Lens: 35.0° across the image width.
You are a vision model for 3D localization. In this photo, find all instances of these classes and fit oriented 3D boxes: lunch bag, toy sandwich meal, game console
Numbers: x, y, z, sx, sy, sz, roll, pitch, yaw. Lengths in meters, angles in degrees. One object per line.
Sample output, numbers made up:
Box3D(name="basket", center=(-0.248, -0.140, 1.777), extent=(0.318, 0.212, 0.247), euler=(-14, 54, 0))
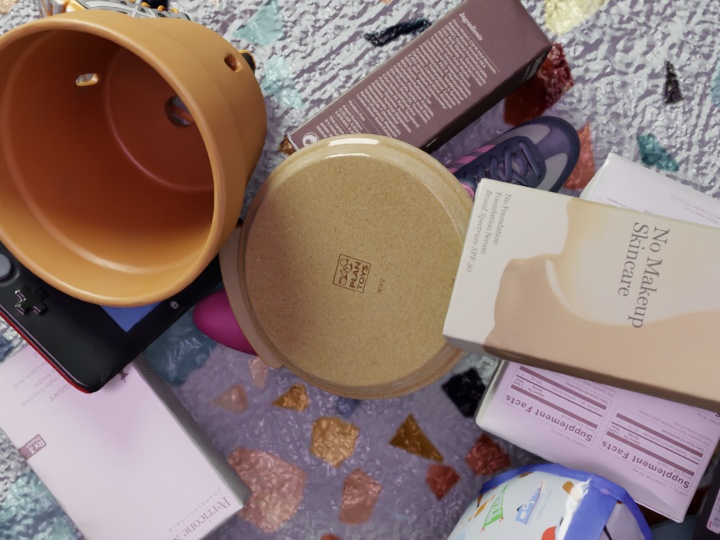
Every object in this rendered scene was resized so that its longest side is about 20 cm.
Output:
Box3D(name="lunch bag", center=(0.108, 0.226, 0.758), extent=(0.124, 0.200, 0.170), euler=(29, 70, 5))
Box3D(name="toy sandwich meal", center=(0.000, 0.000, 0.807), extent=(0.205, 0.070, 0.205), euler=(3, 99, 18))
Box3D(name="game console", center=(-0.199, -0.027, 0.866), extent=(0.177, 0.031, 0.200), euler=(42, 54, 4))

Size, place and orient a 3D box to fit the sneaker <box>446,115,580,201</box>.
Box3D(name="sneaker", center=(0.090, -0.056, 0.886), extent=(0.200, 0.082, 0.070), euler=(-35, 86, -1))

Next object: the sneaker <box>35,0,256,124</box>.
Box3D(name="sneaker", center=(-0.173, -0.180, 0.909), extent=(0.200, 0.078, 0.077), euler=(34, 65, 4))

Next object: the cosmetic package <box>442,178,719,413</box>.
Box3D(name="cosmetic package", center=(0.160, 0.019, 0.689), extent=(0.200, 0.071, 0.105), euler=(12, 83, 13))

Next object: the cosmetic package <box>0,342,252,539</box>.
Box3D(name="cosmetic package", center=(-0.188, 0.134, 0.881), extent=(0.113, 0.081, 0.200), euler=(-40, 86, -4))

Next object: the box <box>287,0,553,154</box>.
Box3D(name="box", center=(0.045, -0.129, 0.883), extent=(0.200, 0.100, 0.075), euler=(-39, 87, 0))

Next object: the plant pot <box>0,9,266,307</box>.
Box3D(name="plant pot", center=(-0.156, -0.093, 0.802), extent=(0.200, 0.140, 0.200), euler=(9, 117, 18))

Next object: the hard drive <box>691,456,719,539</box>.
Box3D(name="hard drive", center=(0.301, 0.099, 0.803), extent=(0.038, 0.200, 0.140), euler=(24, 122, 27))

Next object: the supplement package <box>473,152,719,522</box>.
Box3D(name="supplement package", center=(0.189, 0.050, 0.821), extent=(0.147, 0.191, 0.200), euler=(26, 88, 7))

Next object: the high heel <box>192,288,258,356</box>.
Box3D(name="high heel", center=(-0.034, 0.041, 0.875), extent=(0.200, 0.096, 0.067), euler=(10, 87, 1))

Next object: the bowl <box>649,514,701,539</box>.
Box3D(name="bowl", center=(0.251, 0.254, 0.831), extent=(0.201, 0.105, 0.201), euler=(-1, 128, -1))
